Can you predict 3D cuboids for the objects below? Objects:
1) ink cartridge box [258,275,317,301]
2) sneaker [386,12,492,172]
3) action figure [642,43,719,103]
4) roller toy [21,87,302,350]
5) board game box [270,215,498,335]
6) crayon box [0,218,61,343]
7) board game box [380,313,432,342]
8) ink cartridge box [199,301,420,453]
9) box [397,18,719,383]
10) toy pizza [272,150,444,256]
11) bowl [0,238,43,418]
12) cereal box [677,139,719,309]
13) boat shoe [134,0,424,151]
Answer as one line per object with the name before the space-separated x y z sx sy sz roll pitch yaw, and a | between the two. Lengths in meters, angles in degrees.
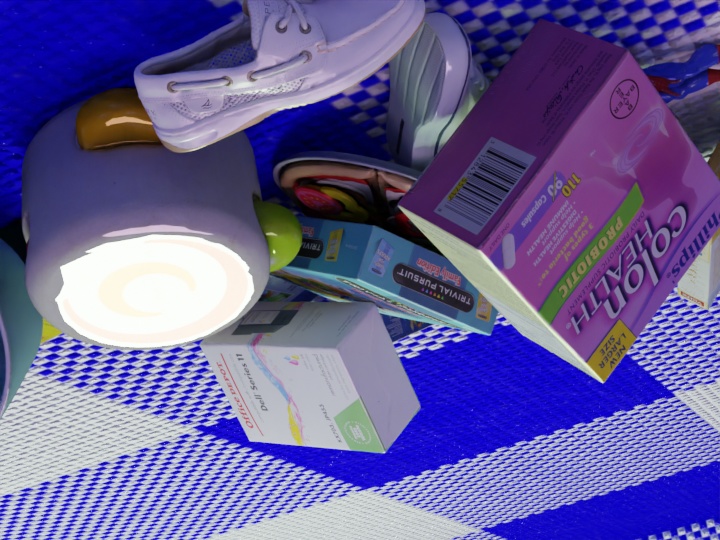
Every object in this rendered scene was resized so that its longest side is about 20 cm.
ink cartridge box | -0.097 0.004 1.374 0.199 0.042 0.119 3 154 -35
sneaker | 0.063 -0.137 1.095 0.070 0.073 0.200 -24 166 -13
action figure | 0.226 -0.145 1.168 0.198 0.052 0.065 -6 160 -5
roller toy | -0.164 -0.041 1.102 0.182 0.141 0.199 -32 142 29
board game box | 0.000 0.000 1.243 0.150 0.047 0.199 23 172 -36
crayon box | -0.318 0.026 1.302 0.199 0.051 0.127 -24 154 27
board game box | -0.009 0.060 1.445 0.135 0.035 0.200 -15 -179 23
ink cartridge box | -0.060 0.091 1.288 0.199 0.067 0.118 -1 125 39
box | 0.157 -0.048 1.090 0.176 0.097 0.200 -52 133 -6
toy pizza | 0.020 -0.044 1.213 0.199 0.032 0.200 16 166 4
bowl | -0.336 0.040 1.183 0.200 0.202 0.105 -23 -173 27
cereal box | 0.329 -0.062 1.308 0.039 0.144 0.200 28 167 20
boat shoe | -0.055 -0.150 0.969 0.199 0.071 0.070 -27 130 2
